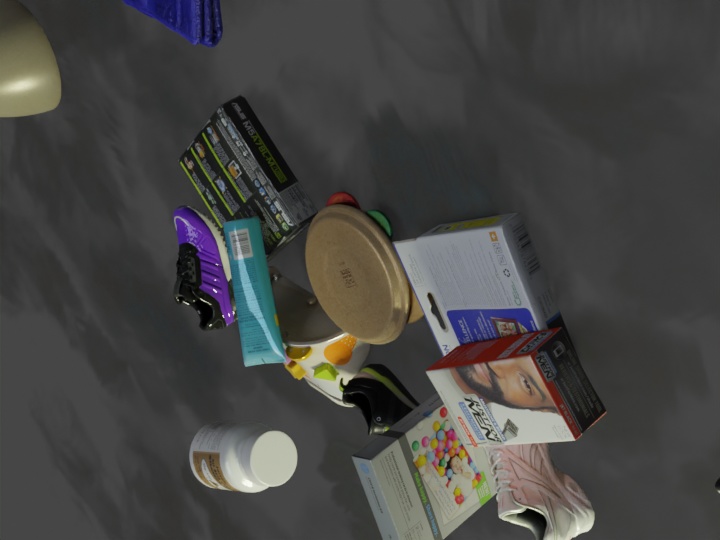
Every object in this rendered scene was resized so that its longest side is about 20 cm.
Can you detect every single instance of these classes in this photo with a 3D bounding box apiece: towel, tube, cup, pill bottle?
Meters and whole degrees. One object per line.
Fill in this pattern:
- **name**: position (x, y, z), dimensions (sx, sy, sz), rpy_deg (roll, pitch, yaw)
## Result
- **towel**: position (-0.266, -0.392, 1.714), dimensions (0.199, 0.049, 0.149), rpy_deg (32, 139, 37)
- **tube**: position (-0.148, 0.029, 1.751), dimensions (0.077, 0.050, 0.203), rpy_deg (-10, 89, 43)
- **cup**: position (-0.621, -0.341, 2.154), dimensions (0.200, 0.143, 0.202), rpy_deg (33, 138, 35)
- **pill bottle**: position (-0.192, 0.308, 2.110), dimensions (0.199, 0.114, 0.115), rpy_deg (-9, 108, 56)

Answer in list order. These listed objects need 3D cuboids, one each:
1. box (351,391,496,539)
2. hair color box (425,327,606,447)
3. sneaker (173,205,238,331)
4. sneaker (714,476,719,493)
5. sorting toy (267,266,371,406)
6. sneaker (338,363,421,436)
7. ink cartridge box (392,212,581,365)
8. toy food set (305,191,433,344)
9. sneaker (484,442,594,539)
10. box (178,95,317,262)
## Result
- **box**: position (0.093, 0.247, 1.591), dimensions (0.041, 0.199, 0.157), rpy_deg (3, 118, 49)
- **hair color box**: position (0.173, 0.137, 1.453), dimensions (0.199, 0.064, 0.112), rpy_deg (-18, 104, 56)
- **sneaker**: position (-0.252, 0.002, 1.959), dimensions (0.069, 0.099, 0.202), rpy_deg (-10, 108, 53)
- **sneaker**: position (0.438, 0.226, 1.224), dimensions (0.116, 0.075, 0.200), rpy_deg (57, 147, -3)
- **sorting toy**: position (-0.069, 0.119, 1.833), dimensions (0.199, 0.107, 0.181), rpy_deg (29, 155, 39)
- **sneaker**: position (0.047, 0.214, 1.738), dimensions (0.200, 0.082, 0.072), rpy_deg (42, 144, 25)
- **ink cartridge box**: position (0.147, 0.037, 1.498), dimensions (0.199, 0.047, 0.199), rpy_deg (-3, 115, 56)
- **toy food set**: position (0.000, 0.000, 1.658), dimensions (0.199, 0.048, 0.200), rpy_deg (57, 144, 9)
- **sneaker**: position (0.193, 0.254, 1.553), dimensions (0.200, 0.099, 0.078), rpy_deg (49, 146, 15)
- **box**: position (-0.162, -0.118, 1.795), dimensions (0.201, 0.047, 0.193), rpy_deg (57, 150, 3)
